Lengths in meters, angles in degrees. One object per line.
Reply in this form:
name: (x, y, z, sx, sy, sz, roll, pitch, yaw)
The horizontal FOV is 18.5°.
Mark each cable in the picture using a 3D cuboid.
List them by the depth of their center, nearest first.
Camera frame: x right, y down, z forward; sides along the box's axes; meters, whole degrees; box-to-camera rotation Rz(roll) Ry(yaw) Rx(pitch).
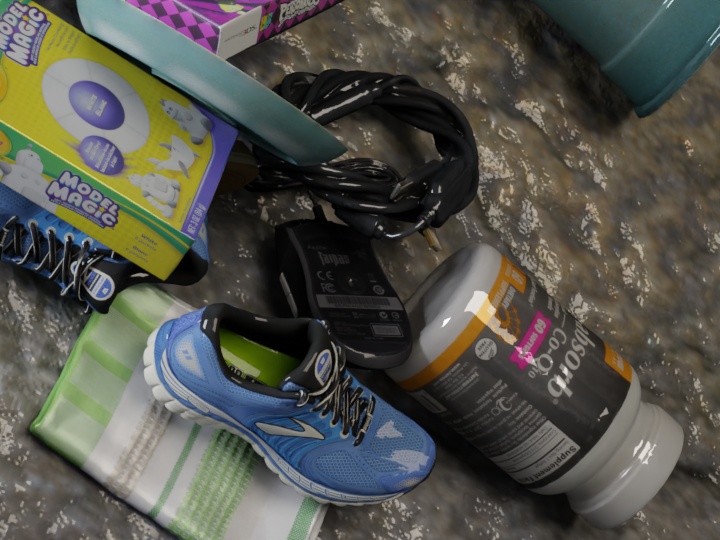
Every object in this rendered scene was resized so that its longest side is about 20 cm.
cable: (0.003, -0.087, 1.548, 0.163, 0.051, 0.200, 23, 31, 10)

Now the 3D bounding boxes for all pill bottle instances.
pill bottle: (0.121, 0.083, 1.528, 0.200, 0.116, 0.117, 39, 50, -13)

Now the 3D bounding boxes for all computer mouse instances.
computer mouse: (0.000, 0.000, 1.517, 0.140, 0.046, 0.200, -1, 48, -33)

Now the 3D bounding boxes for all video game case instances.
video game case: (-0.114, -0.225, 1.502, 0.200, 0.036, 0.181, 33, 41, 23)

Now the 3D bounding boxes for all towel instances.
towel: (-0.099, 0.100, 1.416, 0.200, 0.031, 0.150, 36, 50, -16)

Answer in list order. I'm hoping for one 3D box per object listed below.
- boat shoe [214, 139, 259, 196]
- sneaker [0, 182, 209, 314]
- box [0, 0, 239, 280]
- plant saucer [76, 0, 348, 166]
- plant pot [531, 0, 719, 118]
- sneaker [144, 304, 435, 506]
boat shoe: (-0.156, -0.091, 1.444, 0.199, 0.074, 0.069, 6, 64, -37)
sneaker: (-0.180, -0.024, 1.372, 0.199, 0.079, 0.089, 1, 50, -28)
box: (-0.179, -0.092, 1.347, 0.200, 0.048, 0.118, 30, 40, -12)
plant saucer: (-0.099, -0.118, 1.395, 0.200, 0.200, 0.027, 31, 89, -20)
plant pot: (0.205, -0.259, 1.728, 0.196, 0.200, 0.200, 37, 50, -5)
sneaker: (-0.034, 0.083, 1.387, 0.200, 0.089, 0.079, 27, 55, -21)
